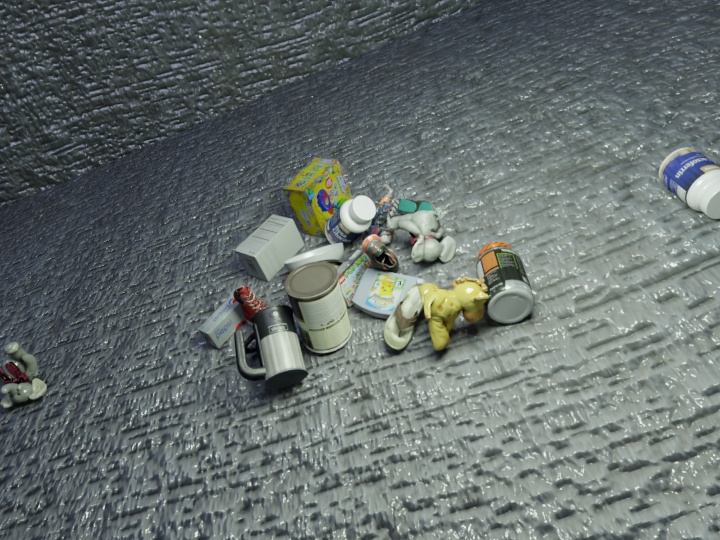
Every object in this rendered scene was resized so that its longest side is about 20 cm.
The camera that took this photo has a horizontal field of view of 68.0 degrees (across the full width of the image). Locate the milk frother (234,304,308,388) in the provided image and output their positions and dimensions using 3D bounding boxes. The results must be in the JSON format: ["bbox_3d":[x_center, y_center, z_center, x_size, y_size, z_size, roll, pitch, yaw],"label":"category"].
[{"bbox_3d":[-0.240,0.228,1.443,0.178,0.201,0.190,-16,61,-3],"label":"milk frother"}]

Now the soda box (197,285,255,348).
[{"bbox_3d":[-0.407,0.143,1.669,0.063,0.069,0.200,13,50,39],"label":"soda box"}]

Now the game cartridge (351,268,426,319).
[{"bbox_3d":[0.075,0.069,1.503,0.197,0.041,0.135,11,66,30],"label":"game cartridge"}]

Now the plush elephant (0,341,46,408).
[{"bbox_3d":[-1.111,0.355,1.717,0.163,0.201,0.156,-26,60,-1],"label":"plush elephant"}]

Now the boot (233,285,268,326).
[{"bbox_3d":[-0.294,0.115,1.581,0.198,0.146,0.073,14,48,36],"label":"boot"}]

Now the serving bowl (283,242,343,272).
[{"bbox_3d":[-0.141,-0.026,1.698,0.197,0.067,0.200,-18,9,3],"label":"serving bowl"}]

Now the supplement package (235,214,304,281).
[{"bbox_3d":[-0.311,-0.081,1.844,0.116,0.118,0.200,15,51,39],"label":"supplement package"}]

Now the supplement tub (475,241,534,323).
[{"bbox_3d":[0.363,0.025,1.361,0.121,0.124,0.202,-13,38,12],"label":"supplement tub"}]

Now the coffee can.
[{"bbox_3d":[-0.110,0.100,1.441,0.144,0.202,0.147,-8,37,6],"label":"coffee can"}]

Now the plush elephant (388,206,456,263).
[{"bbox_3d":[0.192,-0.089,1.582,0.199,0.162,0.158,-20,63,62],"label":"plush elephant"}]

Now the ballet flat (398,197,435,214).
[{"bbox_3d":[0.203,-0.196,1.750,0.072,0.073,0.200,-36,33,-16],"label":"ballet flat"}]

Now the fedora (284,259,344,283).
[{"bbox_3d":[-0.125,0.044,1.600,0.197,0.201,0.093,-17,71,8],"label":"fedora"}]

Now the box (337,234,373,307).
[{"bbox_3d":[0.000,0.000,1.589,0.034,0.111,0.200,14,51,46],"label":"box"}]

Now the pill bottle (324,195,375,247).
[{"bbox_3d":[-0.031,-0.160,1.720,0.111,0.111,0.200,-52,8,-32],"label":"pill bottle"}]

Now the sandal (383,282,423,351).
[{"bbox_3d":[0.119,0.113,1.397,0.079,0.058,0.203,24,71,13],"label":"sandal"}]

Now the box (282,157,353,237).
[{"bbox_3d":[-0.144,-0.262,1.903,0.121,0.202,0.193,13,50,37],"label":"box"}]

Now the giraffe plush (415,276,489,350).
[{"bbox_3d":[0.233,0.079,1.302,0.159,0.201,0.174,-15,46,6],"label":"giraffe plush"}]

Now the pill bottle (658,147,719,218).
[{"bbox_3d":[0.885,-0.227,1.391,0.114,0.117,0.201,-19,38,5],"label":"pill bottle"}]

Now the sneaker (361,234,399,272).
[{"bbox_3d":[0.069,-0.024,1.532,0.077,0.200,0.082,-44,55,4],"label":"sneaker"}]

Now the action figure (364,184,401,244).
[{"bbox_3d":[0.087,-0.176,1.728,0.103,0.200,0.197,13,63,-15],"label":"action figure"}]
